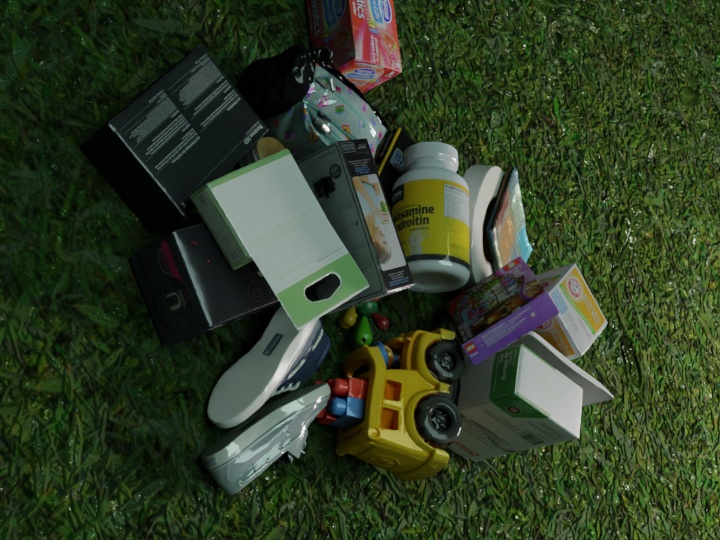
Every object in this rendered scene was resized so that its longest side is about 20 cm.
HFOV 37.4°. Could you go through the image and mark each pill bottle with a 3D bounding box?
[{"bbox_3d":[0.100,-0.077,1.521,0.112,0.112,0.201,18,63,-39],"label":"pill bottle"}]

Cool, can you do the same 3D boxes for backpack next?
[{"bbox_3d":[-0.063,-0.205,1.462,0.200,0.167,0.127,38,69,-32],"label":"backpack"}]

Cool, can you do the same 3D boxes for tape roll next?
[{"bbox_3d":[0.188,-0.063,1.655,0.203,0.037,0.204,5,90,-67],"label":"tape roll"}]

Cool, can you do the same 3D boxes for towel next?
[{"bbox_3d":[0.241,-0.048,1.709,0.200,0.022,0.147,70,33,-47],"label":"towel"}]

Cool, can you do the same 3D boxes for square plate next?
[{"bbox_3d":[0.238,0.154,1.576,0.200,0.198,0.029,36,53,-29],"label":"square plate"}]

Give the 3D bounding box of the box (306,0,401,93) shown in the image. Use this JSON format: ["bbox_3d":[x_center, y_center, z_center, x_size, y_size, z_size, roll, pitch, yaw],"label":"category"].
[{"bbox_3d":[-0.013,-0.381,1.597,0.100,0.095,0.201,7,71,-43],"label":"box"}]

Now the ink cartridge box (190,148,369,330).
[{"bbox_3d":[-0.094,-0.034,1.275,0.145,0.048,0.200,-31,91,-46],"label":"ink cartridge box"}]

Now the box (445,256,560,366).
[{"bbox_3d":[0.196,0.053,1.508,0.039,0.137,0.200,56,6,-13],"label":"box"}]

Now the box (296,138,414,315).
[{"bbox_3d":[-0.019,-0.055,1.361,0.060,0.116,0.201,-13,83,-49],"label":"box"}]

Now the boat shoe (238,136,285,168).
[{"bbox_3d":[-0.102,-0.076,1.422,0.071,0.069,0.201,-20,85,-49],"label":"boat shoe"}]

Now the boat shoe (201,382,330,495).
[{"bbox_3d":[-0.107,0.209,1.322,0.201,0.070,0.072,-32,100,-38],"label":"boat shoe"}]

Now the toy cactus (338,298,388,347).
[{"bbox_3d":[0.000,0.000,1.490,0.165,0.102,0.200,-15,78,-55],"label":"toy cactus"}]

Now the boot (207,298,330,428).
[{"bbox_3d":[-0.107,0.135,1.345,0.200,0.073,0.090,-51,140,-23],"label":"boot"}]

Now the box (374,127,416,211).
[{"bbox_3d":[0.085,-0.094,1.626,0.200,0.049,0.160,44,48,-24],"label":"box"}]

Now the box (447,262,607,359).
[{"bbox_3d":[0.253,0.081,1.615,0.101,0.200,0.113,-40,103,-44],"label":"box"}]

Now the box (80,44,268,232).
[{"bbox_3d":[-0.227,-0.166,1.328,0.141,0.079,0.200,50,47,-15],"label":"box"}]

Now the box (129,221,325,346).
[{"bbox_3d":[-0.161,-0.001,1.313,0.200,0.106,0.123,-22,90,-45],"label":"box"}]

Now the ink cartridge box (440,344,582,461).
[{"bbox_3d":[0.193,0.194,1.520,0.146,0.200,0.083,35,51,-31],"label":"ink cartridge box"}]

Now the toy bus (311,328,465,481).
[{"bbox_3d":[0.028,0.164,1.437,0.191,0.136,0.201,19,61,-20],"label":"toy bus"}]
